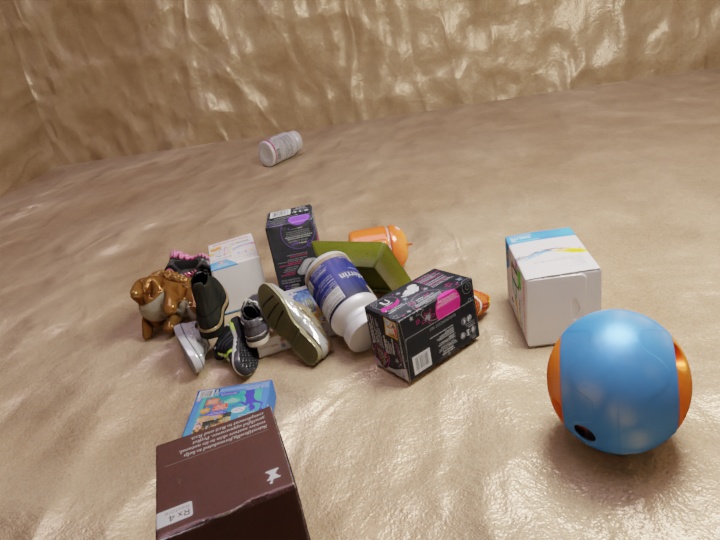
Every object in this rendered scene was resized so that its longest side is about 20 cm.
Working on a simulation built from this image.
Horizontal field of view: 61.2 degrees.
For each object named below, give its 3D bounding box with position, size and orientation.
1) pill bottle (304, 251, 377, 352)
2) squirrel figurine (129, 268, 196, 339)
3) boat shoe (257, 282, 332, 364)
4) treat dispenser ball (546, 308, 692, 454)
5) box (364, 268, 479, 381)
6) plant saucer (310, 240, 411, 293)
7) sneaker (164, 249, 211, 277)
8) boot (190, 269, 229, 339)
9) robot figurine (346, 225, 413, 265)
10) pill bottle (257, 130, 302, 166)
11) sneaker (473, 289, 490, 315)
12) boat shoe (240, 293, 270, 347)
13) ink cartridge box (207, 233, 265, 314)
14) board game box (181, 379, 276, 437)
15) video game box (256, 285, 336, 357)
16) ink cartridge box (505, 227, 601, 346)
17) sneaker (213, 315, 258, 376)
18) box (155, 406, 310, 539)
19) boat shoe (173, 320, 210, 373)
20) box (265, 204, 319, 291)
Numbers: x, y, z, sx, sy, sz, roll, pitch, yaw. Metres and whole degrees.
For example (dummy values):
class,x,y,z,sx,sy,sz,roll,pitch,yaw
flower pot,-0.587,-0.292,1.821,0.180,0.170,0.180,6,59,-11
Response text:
class,x,y,z,sx,sy,sz,roll,pitch,yaw
pill bottle,-0.030,0.065,1.285,0.113,0.118,0.201,-20,52,-21
squirrel figurine,-0.442,0.063,1.501,0.180,0.146,0.202,-4,28,-2
boat shoe,-0.138,0.105,1.276,0.075,0.201,0.068,-47,-14,34
treat dispenser ball,0.373,0.160,0.886,0.194,0.207,0.202,-9,25,4
box,0.122,0.101,1.191,0.197,0.136,0.114,-26,25,-29
plant saucer,0.000,0.000,1.435,0.194,0.200,0.049,2,65,26
sneaker,-0.485,0.003,1.732,0.195,0.080,0.097,5,51,31
boot,-0.339,0.034,1.351,0.075,0.142,0.201,-13,35,-11
robot figurine,0.038,-0.051,1.555,0.193,0.146,0.119,-9,45,0
pill bottle,-0.359,-0.555,2.749,0.111,0.117,0.199,11,32,38
sneaker,0.193,0.063,1.338,0.196,0.075,0.076,17,14,38
boat shoe,-0.229,0.090,1.335,0.070,0.064,0.201,-16,26,-2
ink cartridge box,-0.320,0.001,1.583,0.125,0.129,0.200,-16,26,-11
board game box,-0.234,0.280,1.073,0.147,0.046,0.201,-9,25,4
video game box,-0.162,0.108,1.397,0.177,0.048,0.201,-18,27,-9
ink cartridge box,0.380,0.029,1.216,0.141,0.151,0.201,-8,25,5
sneaker,-0.272,0.177,1.302,0.082,0.072,0.201,-36,25,3
box,-0.152,0.323,0.770,0.161,0.206,0.164,-16,25,-13
boat shoe,-0.365,0.157,1.344,0.064,0.075,0.199,-24,29,-18
box,-0.157,-0.043,1.515,0.118,0.206,0.107,-10,24,0
